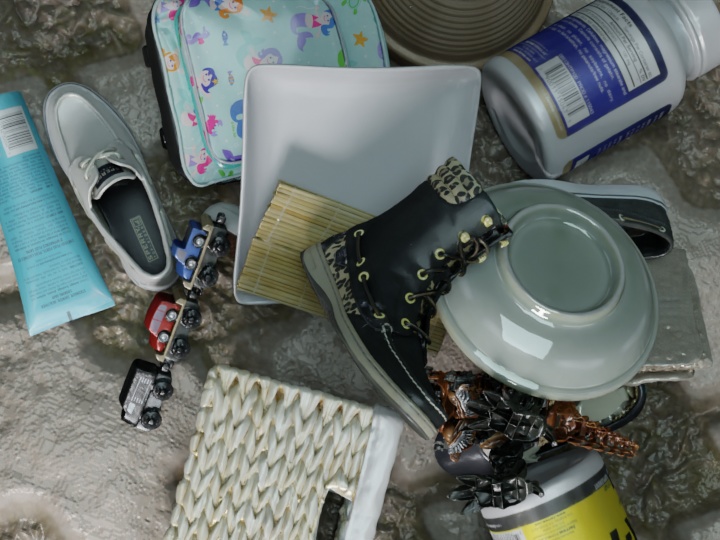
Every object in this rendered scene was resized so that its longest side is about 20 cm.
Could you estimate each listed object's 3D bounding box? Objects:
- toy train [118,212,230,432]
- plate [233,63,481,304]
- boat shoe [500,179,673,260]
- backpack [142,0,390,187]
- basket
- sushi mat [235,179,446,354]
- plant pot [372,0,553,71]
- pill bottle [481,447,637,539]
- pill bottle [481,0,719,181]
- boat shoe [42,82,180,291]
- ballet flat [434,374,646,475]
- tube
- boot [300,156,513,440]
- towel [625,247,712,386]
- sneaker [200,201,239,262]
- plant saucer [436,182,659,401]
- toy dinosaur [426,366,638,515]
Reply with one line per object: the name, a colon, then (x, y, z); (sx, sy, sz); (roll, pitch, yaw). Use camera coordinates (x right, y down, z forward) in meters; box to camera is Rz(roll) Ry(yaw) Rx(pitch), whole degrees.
toy train: (-0.159, 0.041, 1.138); (0.045, 0.034, 0.202); (19, 104, -17)
plate: (-0.006, -0.073, 1.107); (0.197, 0.032, 0.203); (-3, 114, -18)
boat shoe: (0.180, -0.037, 1.178); (0.197, 0.069, 0.057); (-4, 46, -12)
backpack: (-0.073, -0.171, 1.156); (0.197, 0.150, 0.180); (-13, 97, -16)
basket: (-0.066, 0.191, 1.082); (0.158, 0.200, 0.201); (16, 81, -2)
sushi mat: (0.000, 0.000, 1.115); (0.198, 0.012, 0.097); (19, 107, -24)
plant pot: (0.087, -0.281, 1.211); (0.197, 0.093, 0.204); (1, 82, -7)
pill bottle: (0.189, 0.263, 1.140); (0.113, 0.114, 0.202); (-24, 90, -9)
pill bottle: (0.217, -0.176, 1.198); (0.198, 0.120, 0.121); (-29, 87, -9)
boat shoe: (-0.215, -0.075, 1.165); (0.071, 0.066, 0.202); (-24, 86, -8)
ballet flat: (0.160, 0.128, 1.179); (0.197, 0.073, 0.074); (-17, 85, -8)
tube: (-0.282, -0.052, 1.168); (0.076, 0.050, 0.203); (-20, 90, -4)
boot: (0.052, 0.013, 1.014); (0.153, 0.074, 0.204); (-35, 46, 2)
towel: (0.204, 0.036, 1.188); (0.197, 0.035, 0.134); (3, 52, -4)
sneaker: (-0.041, -0.022, 1.183); (0.198, 0.073, 0.086); (27, 69, -9)
plant saucer: (0.154, 0.003, 1.082); (0.197, 0.050, 0.203); (8, 56, -12)
toy dinosaur: (0.120, 0.117, 1.098); (0.197, 0.136, 0.104); (-9, 106, 16)
